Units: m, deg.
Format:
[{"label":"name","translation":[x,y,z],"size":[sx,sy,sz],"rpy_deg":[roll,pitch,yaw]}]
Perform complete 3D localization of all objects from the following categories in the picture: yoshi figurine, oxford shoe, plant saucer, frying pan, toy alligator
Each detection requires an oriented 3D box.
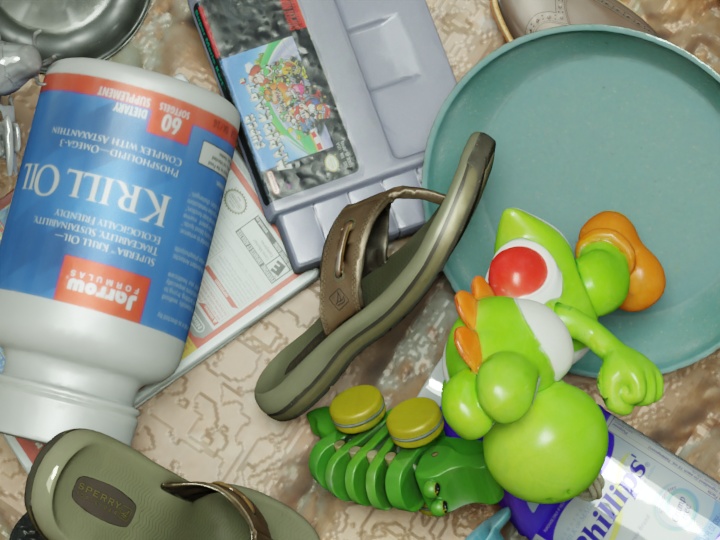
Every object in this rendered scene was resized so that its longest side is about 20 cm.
[{"label":"yoshi figurine","translation":[0.094,0.050,1.073],"size":[0.111,0.200,0.113],"rpy_deg":[27,119,7]},{"label":"oxford shoe","translation":[0.151,-0.106,1.192],"size":[0.200,0.073,0.071],"rpy_deg":[44,86,8]},{"label":"plant saucer","translation":[0.132,-0.040,1.155],"size":[0.199,0.036,0.201],"rpy_deg":[9,115,19]},{"label":"frying pan","translation":[-0.213,-0.162,1.245],"size":[0.189,0.031,0.116],"rpy_deg":[-15,80,-2]},{"label":"toy alligator","translation":[0.034,0.107,1.130],"size":[0.199,0.060,0.054],"rpy_deg":[10,42,42]}]

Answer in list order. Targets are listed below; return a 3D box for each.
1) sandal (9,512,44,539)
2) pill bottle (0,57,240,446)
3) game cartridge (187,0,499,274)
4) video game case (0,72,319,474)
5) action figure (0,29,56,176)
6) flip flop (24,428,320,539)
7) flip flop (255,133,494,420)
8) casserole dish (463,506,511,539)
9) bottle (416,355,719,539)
[{"label":"sandal","translation":[-0.122,0.210,1.184],"size":[0.075,0.045,0.200],"rpy_deg":[-35,67,-7]},{"label":"pill bottle","translation":[-0.139,-0.003,1.156],"size":[0.111,0.112,0.201],"rpy_deg":[12,83,5]},{"label":"game cartridge","translation":[-0.015,-0.111,1.213],"size":[0.129,0.038,0.201],"rpy_deg":[-19,81,-13]},{"label":"video game case","translation":[-0.143,0.002,1.221],"size":[0.199,0.017,0.143],"rpy_deg":[-35,82,-2]},{"label":"action figure","translation":[-0.246,-0.092,1.172],"size":[0.199,0.069,0.131],"rpy_deg":[-15,72,26]},{"label":"flip flop","translation":[-0.088,0.137,1.126],"size":[0.057,0.200,0.082],"rpy_deg":[1,67,43]},{"label":"flip flop","translation":[0.000,0.000,1.145],"size":[0.058,0.081,0.200],"rpy_deg":[41,120,-6]},{"label":"casserole dish","translation":[0.021,0.208,1.131],"size":[0.039,0.121,0.200],"rpy_deg":[43,89,2]},{"label":"bottle","translation":[0.120,0.115,1.166],"size":[0.199,0.065,0.084],"rpy_deg":[33,93,7]}]
